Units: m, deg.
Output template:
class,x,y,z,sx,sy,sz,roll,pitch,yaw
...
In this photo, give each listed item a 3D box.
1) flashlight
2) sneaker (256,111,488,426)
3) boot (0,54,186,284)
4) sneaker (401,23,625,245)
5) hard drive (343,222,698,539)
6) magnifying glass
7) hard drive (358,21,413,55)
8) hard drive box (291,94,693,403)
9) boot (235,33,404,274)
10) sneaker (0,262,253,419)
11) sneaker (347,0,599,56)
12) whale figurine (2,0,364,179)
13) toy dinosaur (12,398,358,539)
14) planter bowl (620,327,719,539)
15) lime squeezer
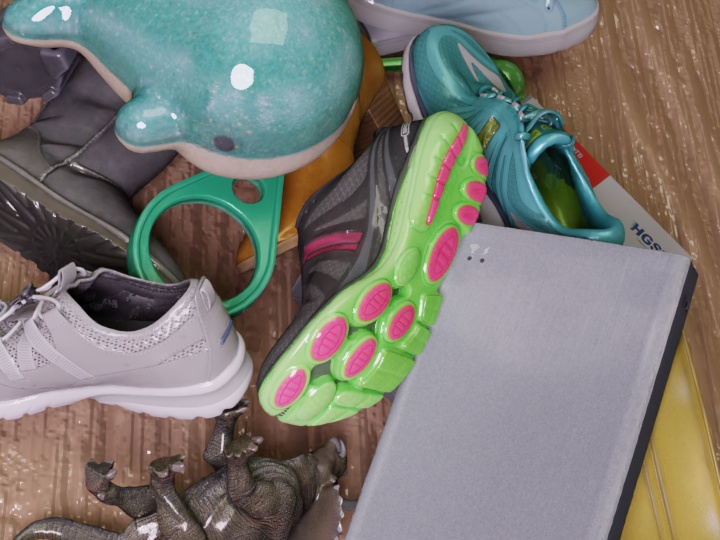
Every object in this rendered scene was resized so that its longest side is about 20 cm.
class,x,y,z,sx,sy,sz,roll,pitch,yaw
flashlight,-0.188,-0.179,0.974,0.068,0.068,0.200,24,43,-8
sneaker,0.000,0.000,0.861,0.077,0.084,0.200,50,61,-37
boot,-0.126,-0.068,0.950,0.182,0.073,0.200,40,45,4
sneaker,0.096,-0.074,0.934,0.077,0.080,0.200,-19,66,-31
hard drive,0.085,0.077,0.831,0.139,0.033,0.200,10,70,30
magnifying glass,-0.062,-0.050,0.892,0.080,0.022,0.200,35,61,-4
hard drive,0.054,-0.231,1.154,0.200,0.027,0.132,-18,67,-31
hard drive box,0.084,0.003,0.976,0.156,0.077,0.200,46,53,10
boot,-0.050,-0.099,0.964,0.144,0.071,0.201,58,41,-12
sneaker,-0.158,0.027,0.822,0.200,0.082,0.075,-1,37,9
sneaker,0.085,-0.202,1.074,0.200,0.082,0.074,1,49,-23
whale figurine,-0.094,-0.135,0.860,0.200,0.104,0.159,24,55,4
toy dinosaur,-0.083,0.133,0.814,0.200,0.102,0.077,-24,25,-19
planter bowl,0.162,0.120,0.895,0.083,0.200,0.201,-13,58,9
lime squeezer,0.070,-0.124,1.090,0.200,0.038,0.071,23,83,-8
